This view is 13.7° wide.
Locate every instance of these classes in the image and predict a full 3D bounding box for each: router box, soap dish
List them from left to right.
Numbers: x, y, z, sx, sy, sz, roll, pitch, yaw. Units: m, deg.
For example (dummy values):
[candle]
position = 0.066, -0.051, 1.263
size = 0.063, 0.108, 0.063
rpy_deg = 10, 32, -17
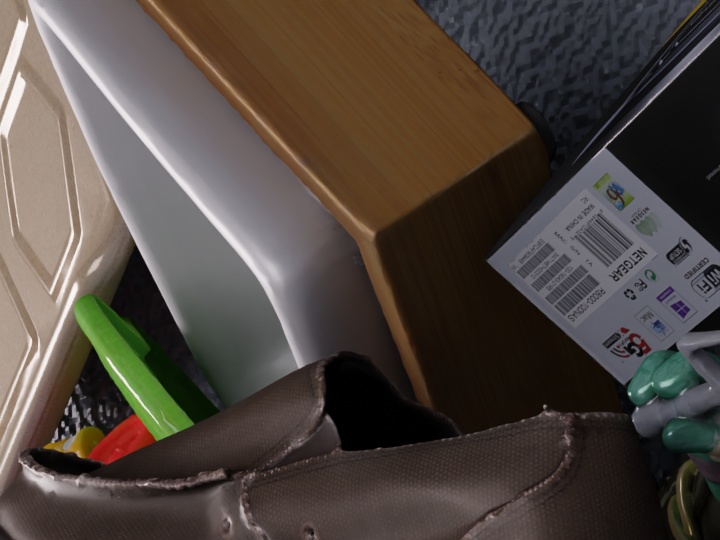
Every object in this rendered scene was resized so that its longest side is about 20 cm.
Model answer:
[soap dish]
position = 0.000, 0.000, 0.791
size = 0.081, 0.200, 0.157
rpy_deg = -33, 49, -11
[router box]
position = 0.126, -0.074, 0.650
size = 0.052, 0.157, 0.200
rpy_deg = 42, 146, -1

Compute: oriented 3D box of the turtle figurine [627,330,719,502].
[turtle figurine]
position = 0.104, 0.098, 0.662
size = 0.200, 0.101, 0.150
rpy_deg = 125, 140, -53

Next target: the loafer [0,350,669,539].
[loafer]
position = -0.005, 0.055, 0.682
size = 0.200, 0.073, 0.071
rpy_deg = 3, 81, 40

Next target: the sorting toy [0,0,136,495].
[sorting toy]
position = -0.112, -0.038, 0.974
size = 0.185, 0.036, 0.200
rpy_deg = 119, 141, -53

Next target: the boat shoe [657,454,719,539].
[boat shoe]
position = 0.112, 0.052, 0.749
size = 0.202, 0.060, 0.072
rpy_deg = -46, 54, 31

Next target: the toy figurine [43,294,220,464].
[toy figurine]
position = -0.098, 0.115, 0.843
size = 0.184, 0.150, 0.200
rpy_deg = -41, 20, -1
